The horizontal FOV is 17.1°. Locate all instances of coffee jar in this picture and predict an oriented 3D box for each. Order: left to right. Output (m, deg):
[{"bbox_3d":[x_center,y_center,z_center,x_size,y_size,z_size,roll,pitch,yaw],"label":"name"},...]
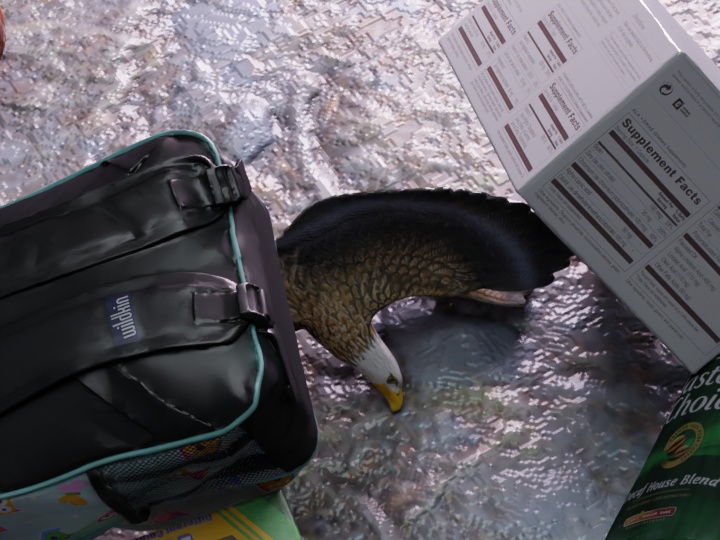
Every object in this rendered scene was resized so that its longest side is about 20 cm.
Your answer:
[{"bbox_3d":[0.202,0.095,1.243,0.085,0.104,0.200,41,56,-16],"label":"coffee jar"}]

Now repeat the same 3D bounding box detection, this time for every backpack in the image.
[{"bbox_3d":[-0.130,0.046,1.178,0.199,0.153,0.176,-17,64,5],"label":"backpack"}]

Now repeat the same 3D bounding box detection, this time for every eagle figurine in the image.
[{"bbox_3d":[0.003,0.006,1.325,0.200,0.151,0.152,-32,45,-5],"label":"eagle figurine"}]

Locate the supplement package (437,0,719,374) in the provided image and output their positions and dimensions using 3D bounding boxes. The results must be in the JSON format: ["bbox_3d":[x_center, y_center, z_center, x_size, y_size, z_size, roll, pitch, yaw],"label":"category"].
[{"bbox_3d":[0.149,-0.071,1.287,0.111,0.156,0.200,-41,28,12],"label":"supplement package"}]

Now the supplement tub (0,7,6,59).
[{"bbox_3d":[-0.283,-0.175,1.498,0.107,0.107,0.200,-16,52,-7],"label":"supplement tub"}]

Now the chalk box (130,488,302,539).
[{"bbox_3d":[-0.056,0.232,1.154,0.123,0.125,0.200,-18,54,-8],"label":"chalk box"}]
